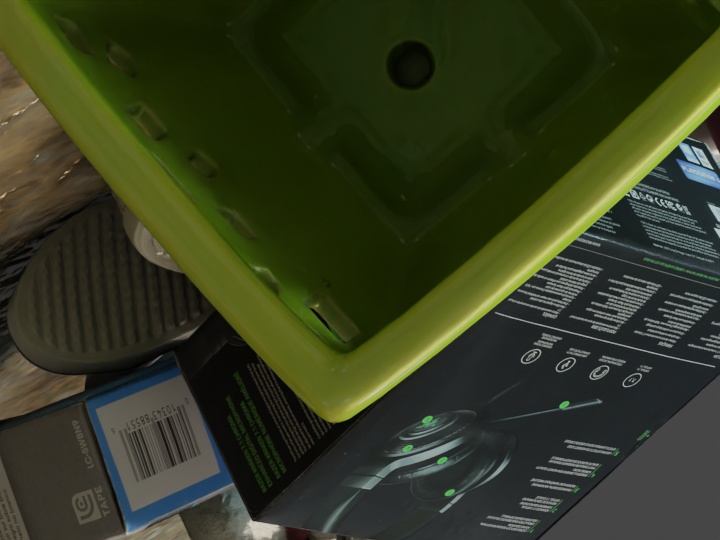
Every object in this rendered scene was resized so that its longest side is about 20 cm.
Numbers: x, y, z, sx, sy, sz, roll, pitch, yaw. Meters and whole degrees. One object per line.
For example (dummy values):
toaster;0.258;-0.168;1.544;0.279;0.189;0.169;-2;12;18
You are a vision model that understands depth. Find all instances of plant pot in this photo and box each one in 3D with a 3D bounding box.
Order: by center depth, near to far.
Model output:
plant pot;0.012;-0.083;1.001;0.200;0.199;0.181;-41;174;5

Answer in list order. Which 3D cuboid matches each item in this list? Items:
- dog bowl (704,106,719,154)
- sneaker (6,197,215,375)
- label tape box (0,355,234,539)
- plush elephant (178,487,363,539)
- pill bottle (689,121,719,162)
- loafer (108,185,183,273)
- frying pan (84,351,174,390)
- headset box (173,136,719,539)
dog bowl;0.201;-0.121;1.468;0.074;0.201;0.200;-21;168;0
sneaker;-0.087;0.008;1.325;0.200;0.073;0.114;-31;168;-37
label tape box;-0.142;0.092;1.299;0.200;0.063;0.144;-20;180;35
plush elephant;-0.022;0.108;1.459;0.200;0.154;0.165;-37;134;-69
pill bottle;0.178;-0.090;1.662;0.116;0.116;0.200;-38;168;-8
loafer;-0.037;-0.025;1.230;0.072;0.063;0.200;-45;148;14
frying pan;-0.081;0.024;1.489;0.115;0.031;0.190;-40;179;24
headset box;0.048;0.028;1.218;0.174;0.093;0.200;13;129;-47
